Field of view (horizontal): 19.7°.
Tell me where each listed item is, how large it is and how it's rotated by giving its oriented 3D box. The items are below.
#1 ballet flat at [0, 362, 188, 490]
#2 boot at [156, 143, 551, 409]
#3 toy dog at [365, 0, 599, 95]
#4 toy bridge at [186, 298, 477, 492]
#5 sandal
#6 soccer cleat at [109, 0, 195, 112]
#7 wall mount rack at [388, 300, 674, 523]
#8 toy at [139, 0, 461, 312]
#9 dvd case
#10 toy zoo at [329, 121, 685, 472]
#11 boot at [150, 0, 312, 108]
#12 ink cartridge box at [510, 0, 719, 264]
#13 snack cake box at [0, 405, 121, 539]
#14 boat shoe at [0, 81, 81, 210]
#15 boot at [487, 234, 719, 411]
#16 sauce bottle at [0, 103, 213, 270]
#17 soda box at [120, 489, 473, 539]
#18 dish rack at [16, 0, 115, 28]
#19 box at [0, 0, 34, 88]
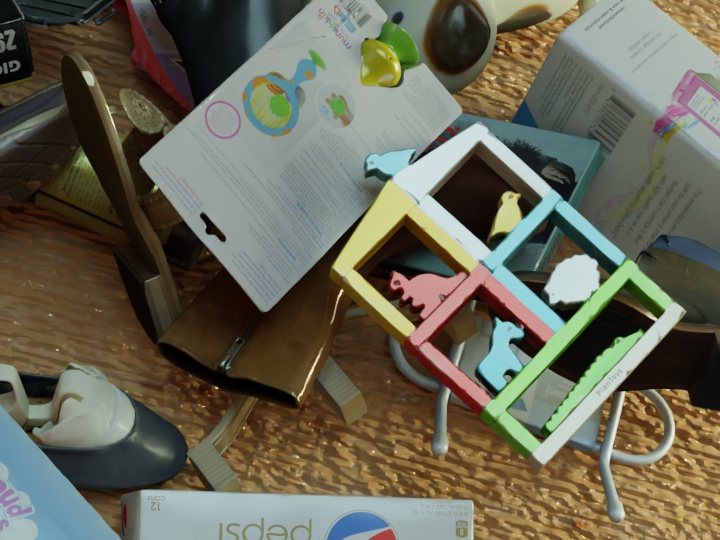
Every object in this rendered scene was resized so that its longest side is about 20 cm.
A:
[{"bbox_3d":[-0.195,0.084,1.214,0.199,0.073,0.073,10,55,-12],"label":"ballet flat"},{"bbox_3d":[0.000,0.000,1.254,0.188,0.069,0.200,17,51,22],"label":"boot"},{"bbox_3d":[0.069,-0.199,1.463,0.194,0.139,0.200,55,52,-17],"label":"toy dog"},{"bbox_3d":[-0.022,0.063,1.272,0.200,0.027,0.067,-35,56,-12],"label":"toy bridge"},{"bbox_3d":[-0.120,-0.054,1.248,0.069,0.212,0.078,-25,39,-17],"label":"sandal"},{"bbox_3d":[-0.111,-0.135,1.395,0.073,0.068,0.200,-27,66,-9],"label":"soccer cleat"},{"bbox_3d":[0.112,0.080,1.311,0.199,0.075,0.174,20,54,-3],"label":"wall mount rack"},{"bbox_3d":[-0.039,-0.078,1.251,0.115,0.047,0.200,50,62,-10],"label":"toy"},{"bbox_3d":[0.041,-0.050,1.360,0.199,0.022,0.146,13,51,23],"label":"dvd case"},{"bbox_3d":[0.075,0.003,1.218,0.200,0.020,0.131,42,74,8],"label":"toy zoo"},{"bbox_3d":[-0.033,-0.161,1.335,0.203,0.074,0.154,-13,75,-16],"label":"boot"},{"bbox_3d":[0.206,-0.070,1.397,0.200,0.145,0.085,42,52,12],"label":"ink cartridge box"},{"bbox_3d":[-0.178,0.174,1.132,0.067,0.115,0.200,-35,73,-33],"label":"snack cake box"},{"bbox_3d":[-0.259,-0.065,1.256,0.200,0.075,0.073,-31,72,-8],"label":"boat shoe"},{"bbox_3d":[0.170,0.022,1.297,0.199,0.075,0.097,18,37,-14],"label":"boot"},{"bbox_3d":[-0.186,-0.067,1.320,0.199,0.065,0.065,25,54,-2],"label":"sauce bottle"},{"bbox_3d":[-0.037,0.163,1.203,0.199,0.068,0.064,3,80,-15],"label":"soda box"},{"bbox_3d":[-0.183,-0.235,1.400,0.153,0.055,0.200,15,46,37],"label":"dish rack"},{"bbox_3d":[-0.309,-0.166,1.300,0.159,0.050,0.200,-19,41,-17],"label":"box"}]
